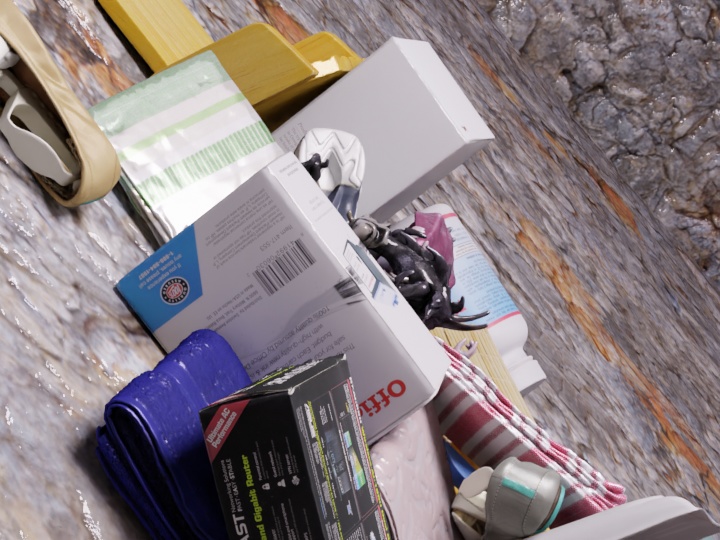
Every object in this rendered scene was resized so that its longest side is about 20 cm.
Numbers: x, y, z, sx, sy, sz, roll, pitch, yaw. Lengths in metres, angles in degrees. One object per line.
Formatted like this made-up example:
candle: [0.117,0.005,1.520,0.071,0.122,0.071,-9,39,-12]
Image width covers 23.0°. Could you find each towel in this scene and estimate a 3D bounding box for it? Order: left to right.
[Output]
towel: [-0.103,0.125,1.162,0.148,0.050,0.200,59,16,-5]
towel: [-0.118,-0.067,1.406,0.152,0.023,0.200,-32,83,-38]
towel: [0.042,0.201,1.295,0.200,0.032,0.191,-55,133,-71]
towel: [0.109,0.129,1.378,0.200,0.030,0.146,42,-17,4]

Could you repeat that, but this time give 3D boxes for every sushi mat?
sushi mat: [0.093,0.096,1.569,0.096,0.012,0.200,5,26,-15]

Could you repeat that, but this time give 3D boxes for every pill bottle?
pill bottle: [0.093,0.044,1.726,0.200,0.109,0.109,57,17,11]

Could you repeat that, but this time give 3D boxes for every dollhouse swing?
dollhouse swing: [-0.112,-0.223,1.636,0.176,0.182,0.200,66,18,4]

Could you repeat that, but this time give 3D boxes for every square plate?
square plate: [0.164,0.207,1.310,0.198,0.200,0.028,36,34,-69]

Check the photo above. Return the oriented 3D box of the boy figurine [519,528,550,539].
boy figurine: [0.133,0.215,1.505,0.064,0.124,0.200,12,26,-6]

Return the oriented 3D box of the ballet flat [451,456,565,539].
ballet flat: [0.101,0.176,1.332,0.064,0.067,0.200,24,-19,0]

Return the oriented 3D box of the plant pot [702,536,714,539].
plant pot: [0.321,0.353,1.613,0.196,0.200,0.200,48,16,9]

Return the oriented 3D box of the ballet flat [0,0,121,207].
ballet flat: [-0.244,-0.129,1.248,0.200,0.069,0.063,50,31,-8]

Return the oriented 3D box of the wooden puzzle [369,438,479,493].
wooden puzzle: [0.045,0.161,1.475,0.185,0.046,0.200,46,18,-24]

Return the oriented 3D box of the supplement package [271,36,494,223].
supplement package: [0.002,-0.107,1.622,0.117,0.200,0.117,56,17,6]

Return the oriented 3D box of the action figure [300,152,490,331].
action figure: [0.000,0.000,1.362,0.200,0.102,0.119,39,23,-4]

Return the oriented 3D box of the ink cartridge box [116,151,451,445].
ink cartridge box: [-0.053,0.039,1.280,0.200,0.146,0.086,52,17,-4]

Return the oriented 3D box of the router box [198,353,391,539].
router box: [-0.030,0.162,1.113,0.150,0.062,0.200,-18,95,-76]

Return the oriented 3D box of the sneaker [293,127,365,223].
sneaker: [-0.050,-0.010,1.510,0.130,0.079,0.199,123,-28,-67]

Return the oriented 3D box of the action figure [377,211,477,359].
action figure: [0.018,0.023,1.511,0.200,0.149,0.134,-48,125,-61]
